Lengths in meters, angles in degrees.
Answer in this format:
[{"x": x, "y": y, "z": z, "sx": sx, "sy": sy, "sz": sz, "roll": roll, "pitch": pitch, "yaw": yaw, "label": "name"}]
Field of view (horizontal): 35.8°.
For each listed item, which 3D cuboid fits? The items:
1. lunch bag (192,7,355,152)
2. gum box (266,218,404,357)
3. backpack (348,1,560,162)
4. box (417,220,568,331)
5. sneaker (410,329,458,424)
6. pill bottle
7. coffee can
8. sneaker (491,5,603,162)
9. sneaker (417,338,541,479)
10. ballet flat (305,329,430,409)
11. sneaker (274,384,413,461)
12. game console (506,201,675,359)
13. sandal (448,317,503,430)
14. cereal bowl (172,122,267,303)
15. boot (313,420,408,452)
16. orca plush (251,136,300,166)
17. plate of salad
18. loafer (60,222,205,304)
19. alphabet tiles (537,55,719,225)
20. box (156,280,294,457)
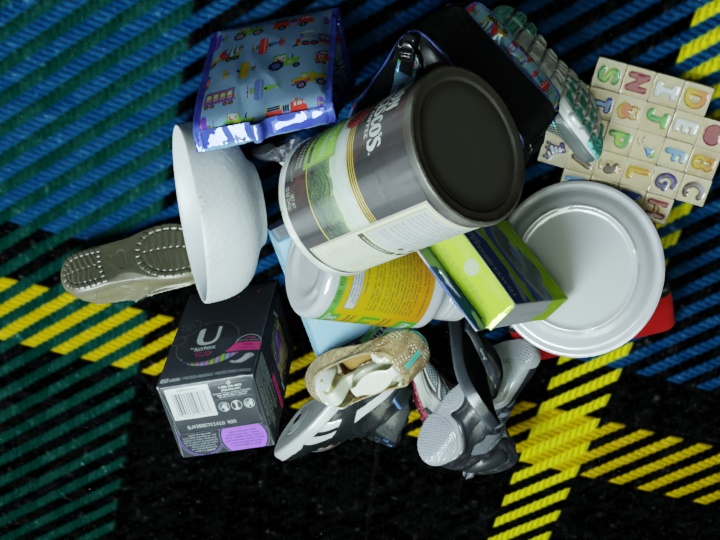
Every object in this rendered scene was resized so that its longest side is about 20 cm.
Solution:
[{"x": -0.092, "y": -0.189, "z": 1.169, "sx": 0.148, "sy": 0.201, "sz": 0.095, "roll": -9, "pitch": 120, "yaw": 10, "label": "lunch bag"}, {"x": 0.000, "y": 0.000, "z": 1.308, "sx": 0.168, "sy": 0.045, "sz": 0.202, "roll": -26, "pitch": 127, "yaw": -11, "label": "gum box"}, {"x": 0.087, "y": -0.155, "z": 1.179, "sx": 0.183, "sy": 0.134, "sz": 0.200, "roll": 45, "pitch": 139, "yaw": 2, "label": "backpack"}, {"x": 0.141, "y": 0.001, "z": 1.194, "sx": 0.048, "sy": 0.199, "sz": 0.123, "roll": -43, "pitch": 72, "yaw": 21, "label": "box"}, {"x": 0.098, "y": 0.150, "z": 1.436, "sx": 0.074, "sy": 0.081, "sz": 0.202, "roll": -33, "pitch": 117, "yaw": -9, "label": "sneaker"}, {"x": 0.027, "y": 0.005, "z": 1.225, "sx": 0.197, "sy": 0.112, "sz": 0.112, "roll": 8, "pitch": 125, "yaw": -30, "label": "pill bottle"}, {"x": 0.036, "y": -0.088, "z": 1.061, "sx": 0.146, "sy": 0.147, "sz": 0.199, "roll": 45, "pitch": 142, "yaw": -21, "label": "coffee can"}, {"x": 0.188, "y": -0.192, "z": 1.227, "sx": 0.091, "sy": 0.078, "sz": 0.200, "roll": -33, "pitch": 104, "yaw": 38, "label": "sneaker"}, {"x": 0.168, "y": 0.176, "z": 1.385, "sx": 0.113, "sy": 0.076, "sz": 0.200, "roll": 33, "pitch": 105, "yaw": -35, "label": "sneaker"}, {"x": -0.007, "y": 0.120, "z": 1.268, "sx": 0.199, "sy": 0.065, "sz": 0.071, "roll": -30, "pitch": 105, "yaw": 42, "label": "ballet flat"}, {"x": -0.013, "y": 0.200, "z": 1.395, "sx": 0.111, "sy": 0.073, "sz": 0.200, "roll": 38, "pitch": 119, "yaw": -14, "label": "sneaker"}, {"x": 0.271, "y": 0.011, "z": 1.366, "sx": 0.197, "sy": 0.120, "sz": 0.173, "roll": -14, "pitch": 150, "yaw": 13, "label": "game console"}, {"x": 0.137, "y": 0.091, "z": 1.319, "sx": 0.042, "sy": 0.203, "sz": 0.076, "roll": -23, "pitch": 141, "yaw": 18, "label": "sandal"}, {"x": -0.155, "y": -0.069, "z": 1.259, "sx": 0.082, "sy": 0.201, "sz": 0.203, "roll": -10, "pitch": 122, "yaw": -14, "label": "cereal bowl"}, {"x": -0.046, "y": 0.128, "z": 1.438, "sx": 0.183, "sy": 0.065, "sz": 0.202, "roll": -15, "pitch": 116, "yaw": 12, "label": "boot"}, {"x": -0.062, "y": -0.093, "z": 1.294, "sx": 0.105, "sy": 0.071, "sz": 0.199, "roll": -46, "pitch": 136, "yaw": 8, "label": "orca plush"}, {"x": 0.251, "y": -0.001, "z": 1.290, "sx": 0.197, "sy": 0.048, "sz": 0.204, "roll": -1, "pitch": 86, "yaw": 17, "label": "plate of salad"}, {"x": -0.265, "y": -0.005, "z": 1.370, "sx": 0.196, "sy": 0.077, "sz": 0.068, "roll": -8, "pitch": 158, "yaw": 0, "label": "loafer"}, {"x": 0.308, "y": -0.144, "z": 1.260, "sx": 0.197, "sy": 0.006, "sz": 0.169, "roll": 16, "pitch": 116, "yaw": 3, "label": "alphabet tiles"}, {"x": -0.158, "y": 0.115, "z": 1.354, "sx": 0.120, "sy": 0.201, "sz": 0.107, "roll": -9, "pitch": 120, "yaw": 9, "label": "box"}]
